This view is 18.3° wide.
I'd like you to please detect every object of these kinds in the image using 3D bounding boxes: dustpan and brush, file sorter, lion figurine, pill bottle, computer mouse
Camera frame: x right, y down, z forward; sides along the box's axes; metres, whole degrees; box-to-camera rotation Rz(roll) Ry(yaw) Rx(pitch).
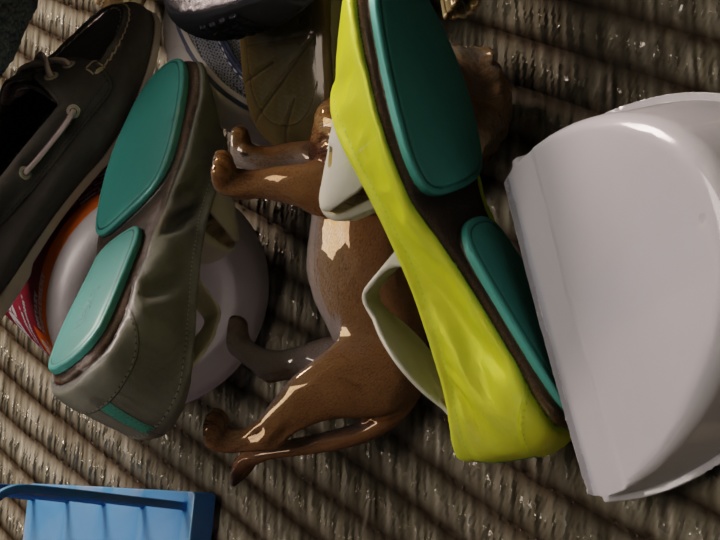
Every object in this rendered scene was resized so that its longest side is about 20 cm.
[{"bbox_3d":[0.135,-0.015,0.754,0.200,0.057,0.140,-41,58,55],"label":"dustpan and brush"},{"bbox_3d":[-0.179,0.175,1.132,0.200,0.123,0.139,-6,76,57],"label":"file sorter"},{"bbox_3d":[0.000,0.000,0.940,0.072,0.122,0.200,-58,-29,-73],"label":"lion figurine"},{"bbox_3d":[-0.135,-0.012,1.125,0.200,0.113,0.113,32,108,58],"label":"pill bottle"},{"bbox_3d":[-0.006,-0.132,0.921,0.200,0.034,0.059,-8,60,42],"label":"computer mouse"}]

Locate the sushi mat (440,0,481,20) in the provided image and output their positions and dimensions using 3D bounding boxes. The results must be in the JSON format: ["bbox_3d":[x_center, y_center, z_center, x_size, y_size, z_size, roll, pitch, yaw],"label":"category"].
[{"bbox_3d":[0.050,-0.208,0.921,0.096,0.012,0.200,-44,43,44],"label":"sushi mat"}]

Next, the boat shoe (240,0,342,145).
[{"bbox_3d":[-0.015,-0.154,0.996,0.072,0.066,0.201,0,91,39],"label":"boat shoe"}]

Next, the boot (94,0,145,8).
[{"bbox_3d":[-0.176,-0.241,1.212,0.073,0.155,0.200,152,123,-65],"label":"boot"}]

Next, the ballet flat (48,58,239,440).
[{"bbox_3d":[-0.086,-0.008,0.977,0.067,0.064,0.200,-34,31,38],"label":"ballet flat"}]

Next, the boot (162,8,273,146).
[{"bbox_3d":[-0.053,-0.153,1.070,0.090,0.073,0.200,-62,34,36],"label":"boot"}]

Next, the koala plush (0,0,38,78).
[{"bbox_3d":[-0.166,-0.179,1.059,0.184,0.200,0.177,63,151,3],"label":"koala plush"}]

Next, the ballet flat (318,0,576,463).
[{"bbox_3d":[0.022,-0.017,0.852,0.067,0.067,0.200,-26,85,31],"label":"ballet flat"}]

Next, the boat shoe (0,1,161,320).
[{"bbox_3d":[-0.159,-0.054,1.037,0.067,0.057,0.200,2,58,51],"label":"boat shoe"}]
